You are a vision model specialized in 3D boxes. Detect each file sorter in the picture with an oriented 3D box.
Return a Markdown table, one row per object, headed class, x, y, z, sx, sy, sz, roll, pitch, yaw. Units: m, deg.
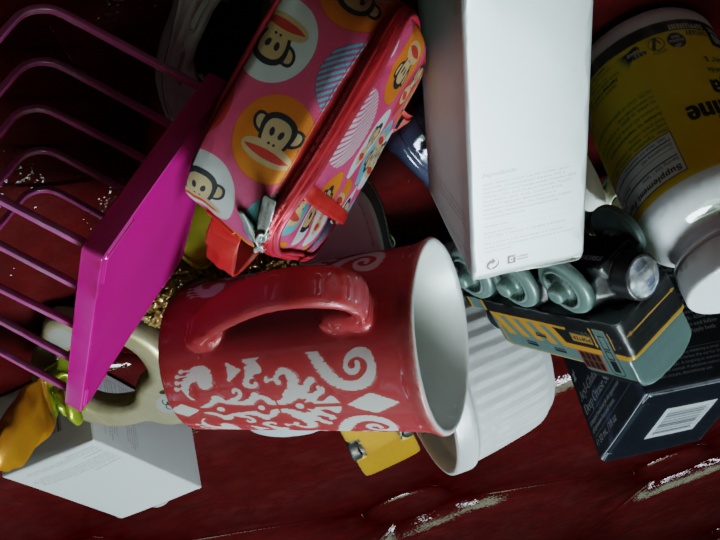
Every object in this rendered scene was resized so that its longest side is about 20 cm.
| class | x | y | z | sx | sy | sz | roll | pitch | yaw |
| --- | --- | --- | --- | --- | --- | --- | --- | --- | --- |
| file sorter | -0.181 | -0.037 | 0.656 | 0.124 | 0.140 | 0.200 | 28 | 146 | -1 |

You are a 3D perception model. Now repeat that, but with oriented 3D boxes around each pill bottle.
| class | x | y | z | sx | sy | sz | roll | pitch | yaw |
| --- | --- | --- | --- | --- | --- | --- | --- | --- | --- |
| pill bottle | 0.234 | -0.077 | 0.763 | 0.111 | 0.202 | 0.113 | -12 | 152 | -7 |

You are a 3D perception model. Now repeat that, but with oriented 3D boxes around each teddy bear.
| class | x | y | z | sx | sy | sz | roll | pitch | yaw |
| --- | --- | --- | --- | --- | --- | --- | --- | --- | --- |
| teddy bear | -0.084 | 0.014 | 0.896 | 0.198 | 0.067 | 0.145 | 9 | 140 | -39 |

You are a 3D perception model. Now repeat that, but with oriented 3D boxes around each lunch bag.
| class | x | y | z | sx | sy | sz | roll | pitch | yaw |
| --- | --- | --- | --- | --- | --- | --- | --- | --- | --- |
| lunch bag | -0.035 | -0.075 | 0.625 | 0.177 | 0.081 | 0.200 | -59 | 176 | 2 |

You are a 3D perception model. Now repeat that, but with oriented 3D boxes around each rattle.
| class | x | y | z | sx | sy | sz | roll | pitch | yaw |
| --- | --- | --- | --- | --- | --- | --- | --- | --- | --- |
| rattle | -0.186 | 0.116 | 0.901 | 0.198 | 0.143 | 0.131 | 22 | 109 | -11 |

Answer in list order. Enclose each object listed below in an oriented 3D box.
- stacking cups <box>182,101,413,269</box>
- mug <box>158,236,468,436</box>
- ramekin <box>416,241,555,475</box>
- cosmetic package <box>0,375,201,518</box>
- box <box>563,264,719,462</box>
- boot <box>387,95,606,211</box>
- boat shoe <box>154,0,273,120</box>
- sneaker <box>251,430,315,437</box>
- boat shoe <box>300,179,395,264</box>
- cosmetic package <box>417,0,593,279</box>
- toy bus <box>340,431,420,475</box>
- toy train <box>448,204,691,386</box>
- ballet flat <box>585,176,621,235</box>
| class | x | y | z | sx | sy | sz | roll | pitch | yaw |
| --- | --- | --- | --- | --- | --- | --- | --- | --- | --- |
| stacking cups | -0.054 | -0.078 | 0.775 | 0.199 | 0.061 | 0.060 | -34 | 147 | 19 |
| mug | -0.040 | 0.038 | 0.761 | 0.198 | 0.134 | 0.179 | -6 | 130 | 22 |
| ramekin | 0.090 | 0.068 | 0.955 | 0.104 | 0.202 | 0.201 | -20 | 152 | -11 |
| cosmetic package | -0.255 | 0.175 | 1.069 | 0.107 | 0.086 | 0.200 | -22 | 151 | 12 |
| box | 0.253 | 0.047 | 0.987 | 0.106 | 0.202 | 0.149 | -9 | 150 | -10 |
| boot | 0.106 | -0.086 | 0.825 | 0.090 | 0.073 | 0.199 | -31 | 139 | 27 |
| boat shoe | -0.086 | -0.126 | 0.653 | 0.073 | 0.066 | 0.201 | -9 | 150 | -13 |
| sneaker | -0.028 | 0.140 | 1.137 | 0.197 | 0.074 | 0.071 | -11 | 148 | -10 |
| boat shoe | -0.003 | -0.001 | 0.850 | 0.071 | 0.060 | 0.203 | 17 | 138 | 20 |
| cosmetic package | 0.086 | -0.110 | 0.663 | 0.080 | 0.113 | 0.202 | -11 | 131 | -7 |
| toy bus | -0.001 | 0.115 | 1.021 | 0.064 | 0.079 | 0.201 | -23 | 134 | 1 |
| toy train | 0.145 | 0.016 | 0.778 | 0.085 | 0.115 | 0.199 | -40 | -157 | -22 |
| ballet flat | 0.201 | -0.031 | 0.900 | 0.201 | 0.067 | 0.070 | -54 | 137 | -10 |
